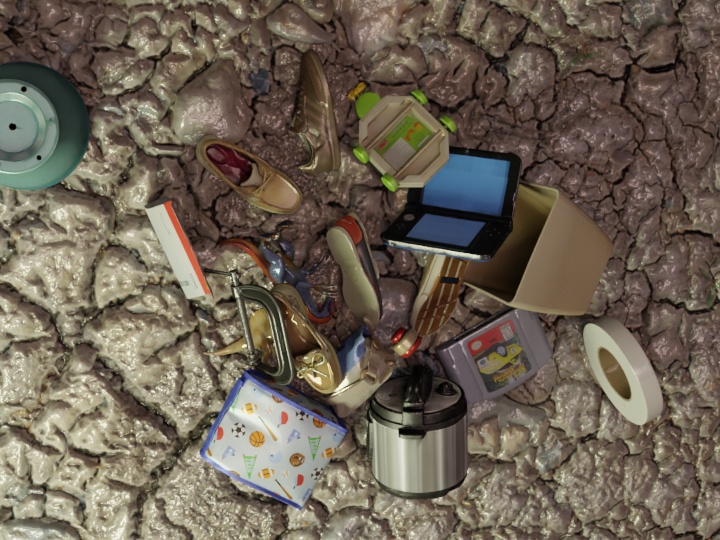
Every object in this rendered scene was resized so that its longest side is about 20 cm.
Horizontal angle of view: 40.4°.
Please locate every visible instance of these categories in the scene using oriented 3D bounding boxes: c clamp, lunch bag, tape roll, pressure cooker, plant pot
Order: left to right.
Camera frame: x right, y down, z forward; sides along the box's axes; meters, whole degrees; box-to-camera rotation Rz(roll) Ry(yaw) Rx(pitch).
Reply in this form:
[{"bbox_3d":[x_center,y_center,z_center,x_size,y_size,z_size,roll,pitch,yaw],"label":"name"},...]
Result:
[{"bbox_3d":[-0.514,-0.215,1.468,0.197,0.188,0.203,-2,99,-12],"label":"plant pot"},{"bbox_3d":[-0.172,0.090,1.597,0.027,0.169,0.203,-28,112,-41],"label":"c clamp"},{"bbox_3d":[-0.152,0.278,1.657,0.198,0.124,0.172,28,93,-22],"label":"lunch bag"},{"bbox_3d":[0.101,0.265,1.677,0.177,0.175,0.203,-14,112,-31],"label":"pressure cooker"},{"bbox_3d":[0.313,-0.026,1.688,0.175,0.199,0.202,23,93,-26],"label":"plant pot"},{"bbox_3d":[0.465,0.178,1.739,0.037,0.203,0.205,-26,103,-8],"label":"tape roll"}]

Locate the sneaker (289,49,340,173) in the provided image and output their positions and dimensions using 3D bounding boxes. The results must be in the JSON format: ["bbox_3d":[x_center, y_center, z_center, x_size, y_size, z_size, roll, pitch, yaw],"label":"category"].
[{"bbox_3d":[-0.084,-0.260,1.619,0.074,0.070,0.203,-13,100,-9],"label":"sneaker"}]

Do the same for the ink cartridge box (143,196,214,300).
[{"bbox_3d":[-0.286,-0.031,1.539,0.047,0.200,0.162,-24,102,-8],"label":"ink cartridge box"}]

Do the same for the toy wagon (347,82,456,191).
[{"bbox_3d":[0.059,-0.236,1.650,0.155,0.040,0.200,-44,80,-8],"label":"toy wagon"}]

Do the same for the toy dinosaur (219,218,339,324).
[{"bbox_3d":[-0.115,0.010,1.669,0.197,0.105,0.184,-5,112,22],"label":"toy dinosaur"}]

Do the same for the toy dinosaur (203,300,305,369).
[{"bbox_3d":[-0.161,0.118,1.671,0.199,0.058,0.102,-31,98,14],"label":"toy dinosaur"}]

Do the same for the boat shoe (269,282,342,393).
[{"bbox_3d":[-0.098,0.118,1.600,0.073,0.063,0.201,-30,97,14],"label":"boat shoe"}]

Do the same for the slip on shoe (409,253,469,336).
[{"bbox_3d":[0.135,0.019,1.717,0.075,0.061,0.202,6,115,-25],"label":"slip on shoe"}]

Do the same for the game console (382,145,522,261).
[{"bbox_3d":[0.151,-0.116,1.624,0.197,0.171,0.120,10,124,26],"label":"game console"}]

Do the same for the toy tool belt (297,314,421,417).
[{"bbox_3d":[-0.005,0.144,1.665,0.123,0.125,0.200,43,107,-8],"label":"toy tool belt"}]

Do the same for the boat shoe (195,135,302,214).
[{"bbox_3d":[-0.183,-0.153,1.613,0.198,0.066,0.075,28,92,-15],"label":"boat shoe"}]

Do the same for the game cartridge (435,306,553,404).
[{"bbox_3d":[0.248,0.153,1.773,0.198,0.041,0.134,-29,107,-7],"label":"game cartridge"}]

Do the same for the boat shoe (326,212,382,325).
[{"bbox_3d":[0.000,0.000,1.679,0.063,0.070,0.202,-46,124,-46],"label":"boat shoe"}]
